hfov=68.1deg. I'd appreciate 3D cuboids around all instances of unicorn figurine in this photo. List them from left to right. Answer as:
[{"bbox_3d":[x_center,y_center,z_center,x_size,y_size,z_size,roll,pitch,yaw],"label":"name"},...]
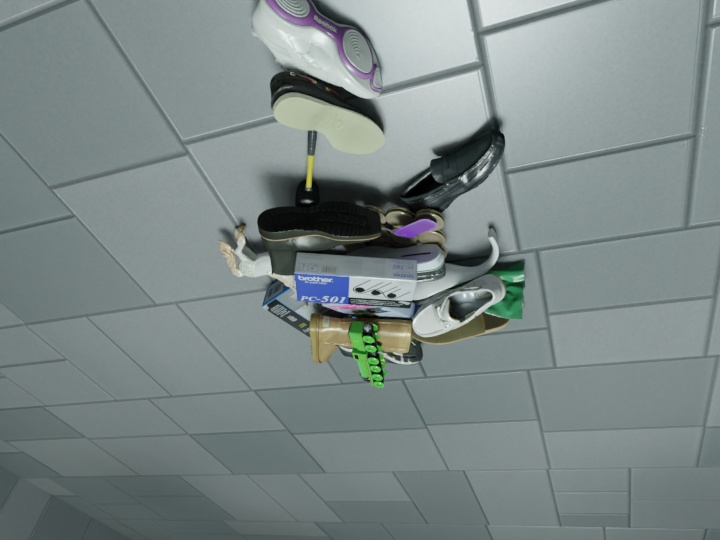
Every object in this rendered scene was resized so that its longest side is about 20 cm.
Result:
[{"bbox_3d":[-0.170,-0.017,1.016,0.200,0.074,0.138,5,114,31],"label":"unicorn figurine"}]

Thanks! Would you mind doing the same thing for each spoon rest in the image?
[{"bbox_3d":[0.172,0.000,0.983,0.200,0.099,0.061,-32,106,27],"label":"spoon rest"}]

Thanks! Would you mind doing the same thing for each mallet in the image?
[{"bbox_3d":[-0.081,-0.189,0.872,0.041,0.066,0.200,4,123,-7],"label":"mallet"}]

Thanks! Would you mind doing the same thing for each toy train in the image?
[{"bbox_3d":[0.014,0.167,1.039,0.056,0.042,0.200,6,139,16],"label":"toy train"}]

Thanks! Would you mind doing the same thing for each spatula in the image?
[{"bbox_3d":[0.036,-0.066,0.907,0.200,0.021,0.056,-2,172,37],"label":"spatula"}]

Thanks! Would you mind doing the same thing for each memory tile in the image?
[{"bbox_3d":[0.053,-0.067,0.942,0.200,0.017,0.153,6,152,16],"label":"memory tile"}]

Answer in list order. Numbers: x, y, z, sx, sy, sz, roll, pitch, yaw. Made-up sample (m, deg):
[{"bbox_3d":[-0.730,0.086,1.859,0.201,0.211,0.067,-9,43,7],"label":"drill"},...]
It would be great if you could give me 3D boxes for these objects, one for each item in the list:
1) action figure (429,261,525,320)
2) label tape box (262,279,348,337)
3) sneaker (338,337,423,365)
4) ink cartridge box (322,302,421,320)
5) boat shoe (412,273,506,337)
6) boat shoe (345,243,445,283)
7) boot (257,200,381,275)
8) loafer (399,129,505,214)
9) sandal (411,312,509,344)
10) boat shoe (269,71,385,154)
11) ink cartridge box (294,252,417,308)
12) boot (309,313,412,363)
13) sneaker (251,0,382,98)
[{"bbox_3d":[0.210,0.040,1.020,0.200,0.118,0.055,1,149,22],"label":"action figure"},{"bbox_3d":[-0.084,0.078,1.130,0.200,0.066,0.143,38,131,-25],"label":"label tape box"},{"bbox_3d":[0.043,0.175,1.217,0.200,0.075,0.085,14,153,0],"label":"sneaker"},{"bbox_3d":[0.035,0.074,1.055,0.119,0.042,0.200,-8,160,40],"label":"ink cartridge box"},{"bbox_3d":[0.165,0.070,0.965,0.200,0.069,0.071,-35,86,32],"label":"boat shoe"},{"bbox_3d":[0.057,0.001,0.959,0.200,0.072,0.071,-1,132,26],"label":"boat shoe"},{"bbox_3d":[-0.067,-0.045,0.912,0.200,0.078,0.138,3,143,1],"label":"boot"},{"bbox_3d":[0.141,-0.152,0.838,0.070,0.068,0.201,24,140,-26],"label":"loafer"},{"bbox_3d":[0.205,0.121,1.116,0.211,0.078,0.070,-10,153,8],"label":"sandal"},{"bbox_3d":[-0.042,-0.227,0.775,0.201,0.063,0.074,13,142,-42],"label":"boat shoe"},{"bbox_3d":[-0.009,0.019,0.901,0.200,0.044,0.094,4,147,0],"label":"ink cartridge box"},{"bbox_3d":[0.000,0.149,1.093,0.200,0.066,0.175,4,151,2],"label":"boot"},{"bbox_3d":[-0.058,-0.301,0.731,0.200,0.075,0.100,32,153,-22],"label":"sneaker"}]
